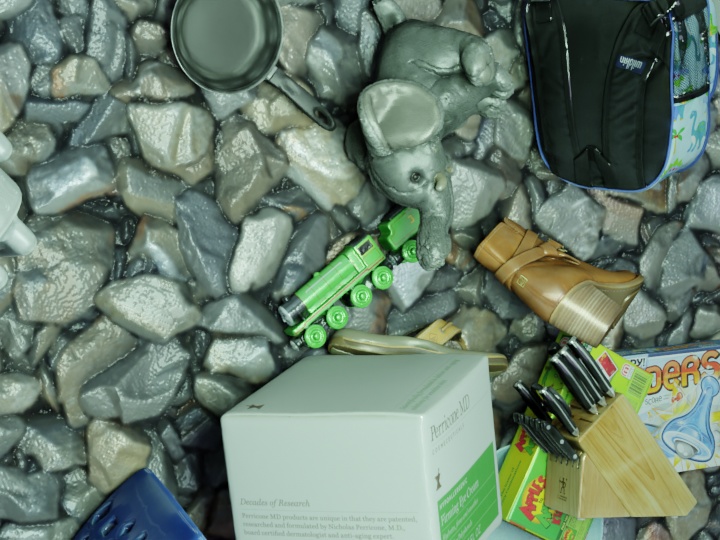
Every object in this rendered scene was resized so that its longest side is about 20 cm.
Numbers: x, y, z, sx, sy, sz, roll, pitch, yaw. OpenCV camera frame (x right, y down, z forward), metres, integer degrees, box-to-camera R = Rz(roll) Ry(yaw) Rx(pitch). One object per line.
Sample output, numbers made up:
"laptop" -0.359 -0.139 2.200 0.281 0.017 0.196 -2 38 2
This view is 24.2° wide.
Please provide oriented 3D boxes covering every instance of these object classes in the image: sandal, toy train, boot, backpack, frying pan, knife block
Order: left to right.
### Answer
"frying pan" -0.093 -0.210 1.548 0.189 0.031 0.116 16 89 -31
"toy train" 0.000 0.000 1.621 0.200 0.042 0.057 -40 103 -17
"sandal" 0.061 0.072 1.650 0.198 0.080 0.055 12 69 -24
"boot" 0.199 0.004 1.699 0.155 0.200 0.077 35 115 10
"knife block" 0.243 0.153 1.657 0.198 0.064 0.178 3 94 -28
"backpack" 0.266 -0.187 1.655 0.146 0.182 0.202 -24 118 -44

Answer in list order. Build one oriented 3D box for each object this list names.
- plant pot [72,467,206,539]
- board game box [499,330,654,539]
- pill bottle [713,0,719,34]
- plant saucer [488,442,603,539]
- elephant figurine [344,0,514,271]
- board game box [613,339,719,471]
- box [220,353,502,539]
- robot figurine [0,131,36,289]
"plant pot" -0.186 0.327 1.486 0.179 0.200 0.201 -37 112 -11
"board game box" 0.213 0.175 1.706 0.101 0.047 0.202 28 82 -26
"pill bottle" 0.474 -0.298 1.784 0.198 0.110 0.112 -17 104 -24
"plant saucer" 0.160 0.273 1.740 0.199 0.039 0.204 -4 98 -28
"elephant figurine" 0.045 -0.129 1.567 0.201 0.154 0.142 -54 138 -20
"board game box" 0.326 0.150 1.810 0.198 0.034 0.137 -5 99 -26
"box" 0.006 0.182 1.518 0.199 0.198 0.173 -31 116 -65
"robot figurine" -0.360 -0.069 1.383 0.200 0.112 0.170 46 61 -25
